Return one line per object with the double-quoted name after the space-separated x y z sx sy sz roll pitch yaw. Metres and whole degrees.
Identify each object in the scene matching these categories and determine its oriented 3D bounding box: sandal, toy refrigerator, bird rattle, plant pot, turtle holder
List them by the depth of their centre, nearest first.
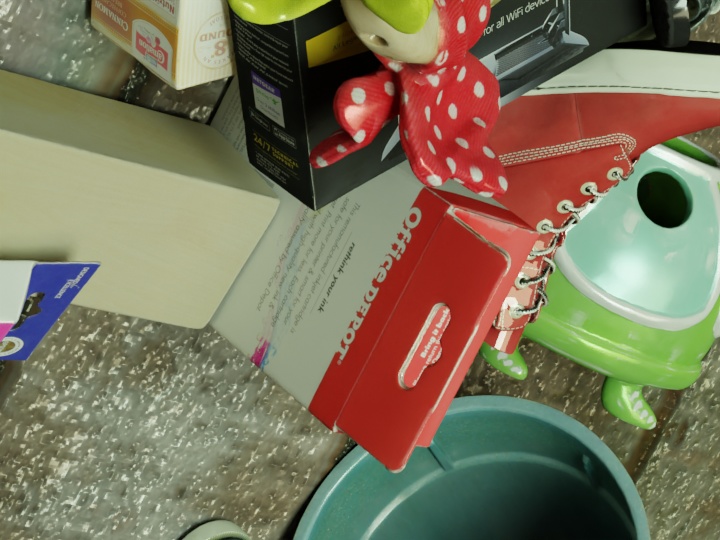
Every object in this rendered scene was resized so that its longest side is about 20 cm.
0.030 -0.128 1.155 0.200 0.112 0.164 46 65 -52 "bird rattle"
-0.138 -0.037 1.281 0.200 0.070 0.076 13 116 -46 "toy refrigerator"
0.157 -0.170 1.373 0.045 0.200 0.075 -1 120 8 "sandal"
0.106 -0.020 1.480 0.132 0.185 0.141 -63 170 14 "turtle holder"
0.084 0.199 1.571 0.200 0.200 0.196 -46 147 -6 "plant pot"

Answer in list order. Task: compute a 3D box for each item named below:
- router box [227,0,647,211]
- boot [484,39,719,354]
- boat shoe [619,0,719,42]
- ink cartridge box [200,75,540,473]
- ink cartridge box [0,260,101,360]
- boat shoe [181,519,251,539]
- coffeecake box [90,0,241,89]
0.035 -0.139 1.264 0.200 0.052 0.158 -30 135 -27 "router box"
0.107 -0.035 1.375 0.072 0.199 0.145 -15 101 -70 "boot"
0.151 -0.143 1.471 0.200 0.060 0.076 -31 135 -23 "boat shoe"
0.000 0.000 1.330 0.067 0.200 0.117 14 109 -47 "ink cartridge box"
-0.213 0.029 1.225 0.199 0.037 0.095 -2 153 -31 "ink cartridge box"
-0.105 0.227 1.498 0.200 0.066 0.074 -52 140 0 "boat shoe"
-0.030 -0.195 1.259 0.153 0.073 0.201 -18 130 -34 "coffeecake box"
